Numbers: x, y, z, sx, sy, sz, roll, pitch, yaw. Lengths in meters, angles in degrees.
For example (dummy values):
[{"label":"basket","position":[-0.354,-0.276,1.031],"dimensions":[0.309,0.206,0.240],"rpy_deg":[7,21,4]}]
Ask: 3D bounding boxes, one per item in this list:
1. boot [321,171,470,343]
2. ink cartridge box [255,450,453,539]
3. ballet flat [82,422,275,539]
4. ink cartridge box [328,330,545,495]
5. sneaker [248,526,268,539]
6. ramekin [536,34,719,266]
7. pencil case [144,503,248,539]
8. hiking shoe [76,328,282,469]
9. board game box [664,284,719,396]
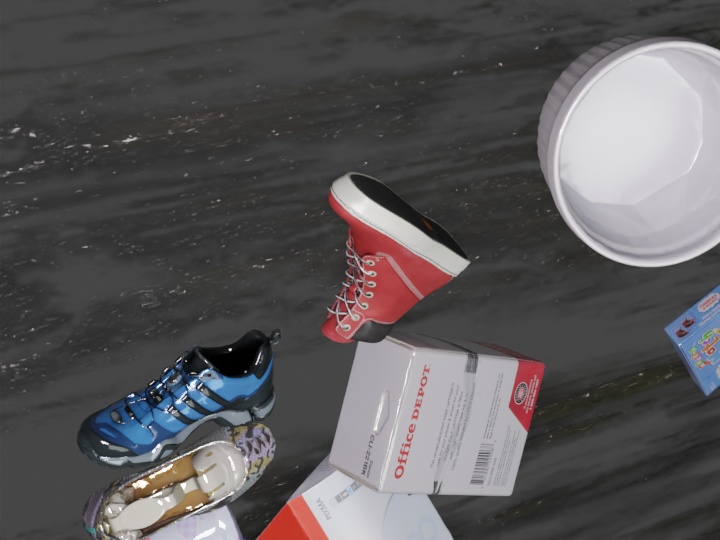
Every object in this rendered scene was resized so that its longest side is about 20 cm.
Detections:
[{"label":"boot","position":[0.000,0.000,1.272],"dimensions":[0.144,0.073,0.200],"rpy_deg":[-42,146,10]},{"label":"ink cartridge box","position":[-0.005,0.274,1.435],"dimensions":[0.200,0.047,0.161],"rpy_deg":[-45,113,-41]},{"label":"ballet flat","position":[-0.166,0.206,1.346],"dimensions":[0.199,0.072,0.072],"rpy_deg":[-25,141,-13]},{"label":"ink cartridge box","position":[0.077,0.143,1.425],"dimensions":[0.199,0.083,0.146],"rpy_deg":[10,96,-44]},{"label":"sneaker","position":[-0.063,0.301,1.528],"dimensions":[0.200,0.079,0.075],"rpy_deg":[-45,142,14]},{"label":"ramekin","position":[0.251,-0.114,1.262],"dimensions":[0.198,0.105,0.202],"rpy_deg":[-3,111,-9]},{"label":"pencil case","position":[-0.209,0.284,1.394],"dimensions":[0.199,0.091,0.084],"rpy_deg":[-27,116,-14]},{"label":"hiking shoe","position":[-0.163,0.107,1.264],"dimensions":[0.199,0.074,0.087],"rpy_deg":[-20,133,-35]},{"label":"board game box","position":[0.469,0.051,1.711],"dimensions":[0.200,0.037,0.151],"rpy_deg":[-39,142,2]}]
